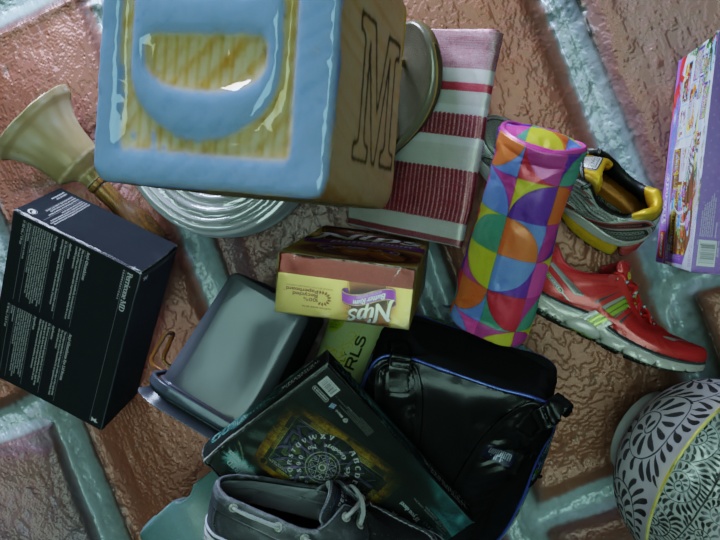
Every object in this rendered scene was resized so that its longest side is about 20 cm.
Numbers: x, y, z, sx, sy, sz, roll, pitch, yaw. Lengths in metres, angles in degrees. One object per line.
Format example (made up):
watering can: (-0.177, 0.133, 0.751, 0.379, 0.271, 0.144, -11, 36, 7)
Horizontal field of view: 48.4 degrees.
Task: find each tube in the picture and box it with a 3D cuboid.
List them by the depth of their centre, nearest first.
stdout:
tube: (-0.025, 0.111, 0.798, 0.058, 0.052, 0.201, 24, 74, -7)

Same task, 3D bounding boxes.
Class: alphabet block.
alphabet block: (-0.079, -0.157, 0.660, 0.194, 0.200, 0.198, 8, 94, 16)

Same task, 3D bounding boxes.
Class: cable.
cable: (-0.140, -0.134, 0.815, 0.200, 0.069, 0.200, 45, 98, 3)

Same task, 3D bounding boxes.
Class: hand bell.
hand bell: (-0.270, -0.085, 0.840, 0.104, 0.104, 0.200, -44, 99, 8)

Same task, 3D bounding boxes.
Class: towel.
towel: (0.059, -0.133, 0.780, 0.143, 0.023, 0.202, 14, 98, 38)

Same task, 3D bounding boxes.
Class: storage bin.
storage bin: (-0.115, 0.078, 0.775, 0.145, 0.200, 0.135, 29, 86, 5)

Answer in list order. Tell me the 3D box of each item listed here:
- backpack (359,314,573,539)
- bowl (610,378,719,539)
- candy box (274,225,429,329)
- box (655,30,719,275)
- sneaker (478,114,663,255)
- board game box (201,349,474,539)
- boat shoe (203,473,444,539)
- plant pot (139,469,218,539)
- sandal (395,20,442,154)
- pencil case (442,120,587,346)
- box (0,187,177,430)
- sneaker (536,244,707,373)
backpack: (0.085, 0.153, 0.761, 0.182, 0.147, 0.201, 16, 115, 7)
bowl: (0.299, 0.175, 0.751, 0.094, 0.200, 0.202, 33, 101, 49)
candy box: (0.000, 0.000, 0.741, 0.116, 0.200, 0.057, 7, 99, 6)
box: (0.311, -0.101, 0.723, 0.039, 0.137, 0.202, 5, 95, 8)
sneaker: (0.196, -0.095, 0.758, 0.199, 0.082, 0.078, 28, 66, 2)
board game box: (-0.016, 0.178, 0.671, 0.135, 0.028, 0.200, -37, 109, 10)
boat shoe: (-0.021, 0.199, 0.629, 0.198, 0.072, 0.068, 12, 112, -1)
plant pot: (-0.103, 0.292, 0.791, 0.200, 0.200, 0.196, -41, 80, 9)
sandal: (0.010, -0.145, 0.770, 0.080, 0.054, 0.200, 49, 117, 27)
pencil case: (0.137, -0.031, 0.717, 0.088, 0.088, 0.201, 16, 117, 6)
box: (-0.284, 0.041, 0.815, 0.140, 0.079, 0.201, 27, 118, 7)
sneaker: (0.250, 0.035, 0.775, 0.199, 0.077, 0.085, 27, 92, 5)
